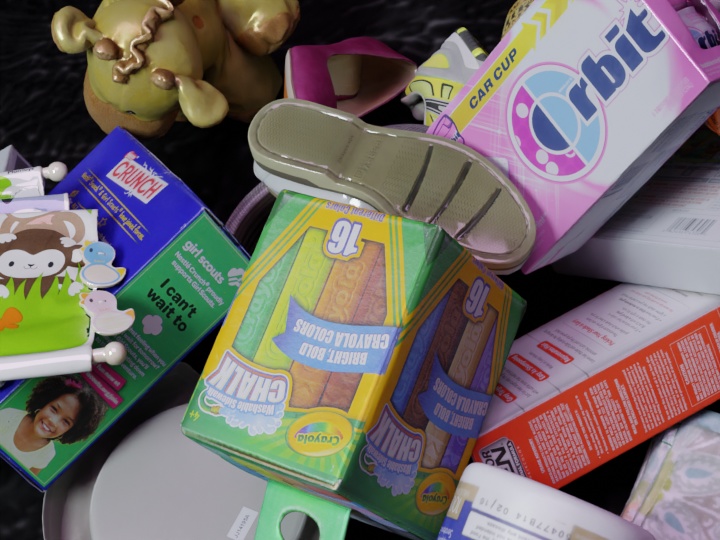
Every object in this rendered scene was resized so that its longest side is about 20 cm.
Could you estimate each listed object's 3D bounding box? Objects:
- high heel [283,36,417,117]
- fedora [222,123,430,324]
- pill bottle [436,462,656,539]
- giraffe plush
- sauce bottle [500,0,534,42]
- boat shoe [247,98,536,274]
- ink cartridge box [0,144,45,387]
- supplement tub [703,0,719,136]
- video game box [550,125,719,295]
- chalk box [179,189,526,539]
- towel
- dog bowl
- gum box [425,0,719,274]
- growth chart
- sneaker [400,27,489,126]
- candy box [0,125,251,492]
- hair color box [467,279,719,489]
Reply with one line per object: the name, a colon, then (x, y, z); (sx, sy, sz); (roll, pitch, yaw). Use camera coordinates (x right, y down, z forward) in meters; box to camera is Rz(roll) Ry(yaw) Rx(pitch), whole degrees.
high heel: (-0.005, -0.128, 1.171); (0.095, 0.068, 0.200); (2, 13, 1)
fedora: (0.000, 0.000, 1.113); (0.199, 0.090, 0.178); (-27, 53, 0)
pill bottle: (0.078, 0.221, 0.911); (0.119, 0.120, 0.201); (19, 81, 21)
giraffe plush: (-0.140, -0.160, 1.164); (0.171, 0.201, 0.163); (5, 42, 9)
sauce bottle: (0.132, -0.165, 1.175); (0.064, 0.065, 0.200); (-2, 21, 8)
boat shoe: (0.023, -0.045, 1.037); (0.199, 0.069, 0.075); (27, 64, 20)
ink cartridge box: (-0.296, 0.027, 1.079); (0.173, 0.044, 0.201); (-26, 37, 20)
supplement tub: (0.212, -0.180, 1.057); (0.122, 0.123, 0.200); (-28, 54, -10)
video game box: (0.237, -0.060, 1.080); (0.182, 0.047, 0.199); (-43, 24, -20)
chalk box: (-0.010, 0.076, 0.943); (0.124, 0.124, 0.201); (13, 75, 35)
towel: (0.242, 0.186, 0.977); (0.199, 0.048, 0.172); (21, 64, 22)
dog bowl: (-0.099, 0.156, 1.043); (0.198, 0.059, 0.202); (-4, 56, 6)
gum box: (0.139, -0.106, 0.999); (0.066, 0.200, 0.114); (-22, 70, -46)
growth chart: (-0.218, 0.000, 0.999); (0.143, 0.018, 0.201); (-13, 43, -11)
sneaker: (0.091, -0.093, 1.174); (0.076, 0.075, 0.201); (-40, 37, 11)
candy box: (-0.182, 0.019, 1.080); (0.200, 0.077, 0.169); (-45, 35, -3)
hair color box: (0.144, 0.071, 1.035); (0.199, 0.062, 0.101); (-27, 19, -10)
